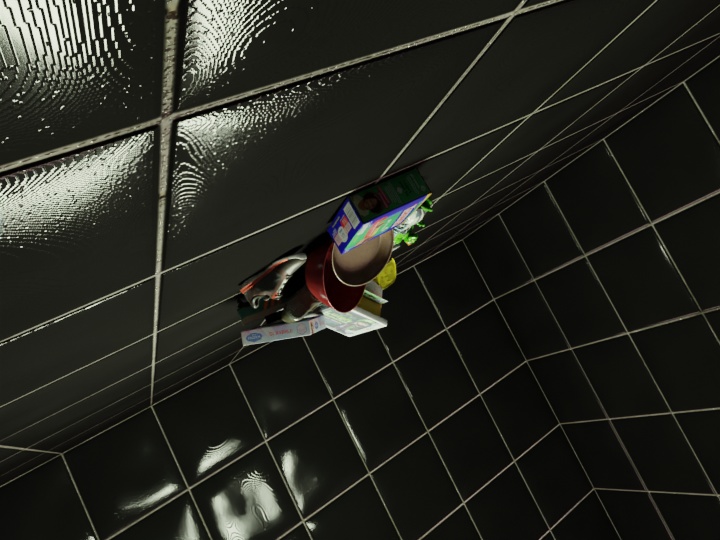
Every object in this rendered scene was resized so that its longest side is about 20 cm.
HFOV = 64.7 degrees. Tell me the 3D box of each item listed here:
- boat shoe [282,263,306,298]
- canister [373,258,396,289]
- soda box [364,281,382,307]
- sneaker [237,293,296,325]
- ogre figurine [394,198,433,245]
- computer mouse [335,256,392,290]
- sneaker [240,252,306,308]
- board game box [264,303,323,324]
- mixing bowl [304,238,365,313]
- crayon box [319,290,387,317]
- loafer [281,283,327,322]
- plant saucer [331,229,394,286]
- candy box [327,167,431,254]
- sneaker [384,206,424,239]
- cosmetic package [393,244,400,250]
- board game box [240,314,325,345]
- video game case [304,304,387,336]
[{"bbox_3d":[-0.190,0.022,1.586,0.072,0.078,0.199,4,-168,29],"label":"boat shoe"},{"bbox_3d":[0.005,0.012,1.926,0.195,0.089,0.148,-2,-166,27],"label":"canister"},{"bbox_3d":[-0.007,0.050,1.762,0.062,0.070,0.199,-14,146,30],"label":"soda box"},{"bbox_3d":[-0.255,0.079,1.605,0.196,0.082,0.071,-24,-178,-20],"label":"sneaker"},{"bbox_3d":[0.142,-0.142,1.670,0.120,0.097,0.203,-47,-162,39],"label":"ogre figurine"},{"bbox_3d":[0.000,0.000,1.641,0.196,0.047,0.140,-30,178,1],"label":"computer mouse"},{"bbox_3d":[-0.207,0.027,1.430,0.197,0.083,0.077,-31,173,16],"label":"sneaker"},{"bbox_3d":[-0.176,0.110,1.686,0.195,0.029,0.135,-20,178,3],"label":"board game box"},{"bbox_3d":[-0.078,0.004,1.503,0.106,0.207,0.198,4,-166,34],"label":"mixing bowl"},{"bbox_3d":[-0.025,0.120,1.765,0.124,0.053,0.198,26,148,-32],"label":"crayon box"},{"bbox_3d":[-0.151,0.078,1.545,0.069,0.076,0.199,-29,-176,40],"label":"loafer"},{"bbox_3d":[0.000,-0.062,1.441,0.197,0.205,0.036,-26,-145,-28],"label":"plant saucer"},{"bbox_3d":[0.041,-0.135,1.300,0.197,0.078,0.169,-28,171,-27],"label":"candy box"},{"bbox_3d":[0.096,-0.121,1.502,0.087,0.077,0.199,-54,-169,-29],"label":"sneaker"},{"bbox_3d":[0.028,-0.068,1.808,0.100,0.073,0.198,-31,175,37],"label":"cosmetic package"},{"bbox_3d":[-0.212,0.167,1.610,0.193,0.043,0.200,-10,178,8],"label":"board game box"},{"bbox_3d":[-0.046,0.149,1.739,0.197,0.024,0.179,27,147,-35],"label":"video game case"}]
